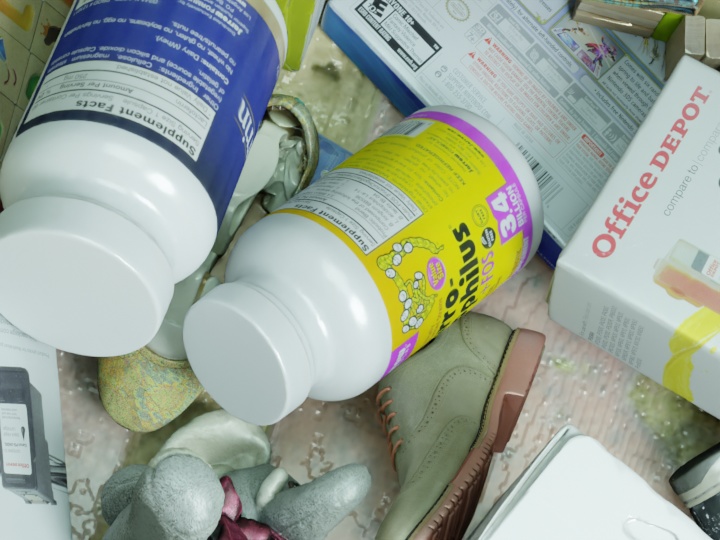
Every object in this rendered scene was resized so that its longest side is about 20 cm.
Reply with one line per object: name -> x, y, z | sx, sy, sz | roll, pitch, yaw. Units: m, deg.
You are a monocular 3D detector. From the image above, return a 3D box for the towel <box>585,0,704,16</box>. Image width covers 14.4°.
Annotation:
towel -> 0.102, -0.207, 1.523 | 0.199, 0.022, 0.147 | 10, 59, 19

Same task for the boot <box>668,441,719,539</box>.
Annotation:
boot -> 0.285, 0.133, 1.546 | 0.203, 0.073, 0.154 | -25, 84, -13

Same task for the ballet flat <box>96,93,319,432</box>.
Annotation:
ballet flat -> -0.081, -0.010, 1.516 | 0.070, 0.071, 0.201 | 29, 73, 1

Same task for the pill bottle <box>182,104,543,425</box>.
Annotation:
pill bottle -> 0.000, 0.000, 1.492 | 0.104, 0.104, 0.200 | 48, 53, 7

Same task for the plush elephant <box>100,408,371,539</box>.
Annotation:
plush elephant -> -0.059, 0.149, 1.458 | 0.165, 0.200, 0.155 | 53, 52, -5

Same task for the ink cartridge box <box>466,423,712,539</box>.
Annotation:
ink cartridge box -> 0.118, 0.173, 1.442 | 0.145, 0.200, 0.084 | 39, 73, 4

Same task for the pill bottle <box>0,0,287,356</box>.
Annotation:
pill bottle -> -0.116, -0.062, 1.445 | 0.115, 0.116, 0.201 | 21, 53, -2

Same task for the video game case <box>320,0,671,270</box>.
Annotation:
video game case -> 0.110, -0.129, 1.603 | 0.181, 0.045, 0.200 | -42, 84, -16

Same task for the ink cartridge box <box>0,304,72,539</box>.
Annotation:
ink cartridge box -> -0.228, 0.101, 1.443 | 0.144, 0.083, 0.201 | -14, 75, 28

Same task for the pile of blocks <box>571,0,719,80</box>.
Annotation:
pile of blocks -> 0.207, -0.130, 1.562 | 0.200, 0.062, 0.082 | 38, 73, 3

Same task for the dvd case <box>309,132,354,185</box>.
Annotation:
dvd case -> -0.113, -0.049, 1.566 | 0.199, 0.018, 0.143 | 31, 74, 1

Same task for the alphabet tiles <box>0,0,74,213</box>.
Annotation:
alphabet tiles -> -0.176, -0.100, 1.479 | 0.200, 0.006, 0.167 | 40, 50, -40

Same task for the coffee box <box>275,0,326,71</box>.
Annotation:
coffee box -> -0.084, -0.256, 1.531 | 0.199, 0.200, 0.199 | 21, 73, -1

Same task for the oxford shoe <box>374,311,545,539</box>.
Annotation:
oxford shoe -> 0.035, 0.093, 1.498 | 0.073, 0.071, 0.200 | 24, 39, 6

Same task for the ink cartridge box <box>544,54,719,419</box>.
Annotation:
ink cartridge box -> 0.216, 0.002, 1.499 | 0.199, 0.084, 0.146 | 30, 71, 11
